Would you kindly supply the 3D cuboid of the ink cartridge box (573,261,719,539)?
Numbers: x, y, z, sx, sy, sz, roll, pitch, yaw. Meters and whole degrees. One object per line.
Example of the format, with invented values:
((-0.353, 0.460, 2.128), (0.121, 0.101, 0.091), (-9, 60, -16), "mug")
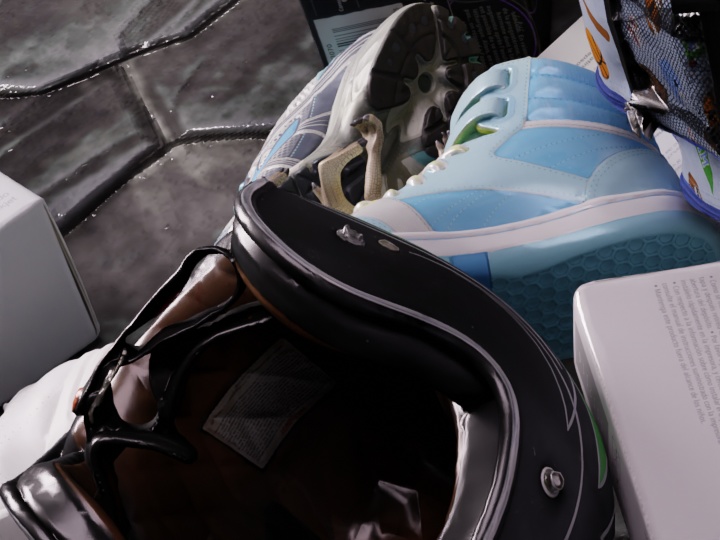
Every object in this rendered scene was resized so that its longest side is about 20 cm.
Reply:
((0.177, 0.072, 0.932), (0.175, 0.045, 0.201), (-10, 45, -4), "ink cartridge box")

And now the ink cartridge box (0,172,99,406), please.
((-0.237, 0.003, 1.255), (0.145, 0.083, 0.200), (-36, 40, -22), "ink cartridge box")

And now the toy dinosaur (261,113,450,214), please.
((0.000, 0.000, 1.142), (0.200, 0.102, 0.058), (-36, 13, -31), "toy dinosaur")

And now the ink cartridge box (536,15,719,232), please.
((0.173, -0.081, 1.172), (0.196, 0.043, 0.200), (-41, 40, 1), "ink cartridge box")

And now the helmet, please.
((-0.006, 0.082, 0.958), (0.190, 0.200, 0.200), (40, 54, 1), "helmet")

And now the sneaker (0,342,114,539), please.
((-0.144, 0.111, 1.098), (0.088, 0.076, 0.200), (-14, 28, 28), "sneaker")

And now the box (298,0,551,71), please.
((0.031, -0.182, 1.343), (0.105, 0.123, 0.201), (-9, 36, 13), "box")

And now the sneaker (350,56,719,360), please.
((0.033, -0.022, 1.104), (0.199, 0.080, 0.131), (-7, 43, -8), "sneaker")

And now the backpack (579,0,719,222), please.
((0.170, -0.104, 1.025), (0.199, 0.155, 0.191), (-15, 26, -15), "backpack")

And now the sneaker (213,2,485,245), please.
((-0.018, -0.027, 1.223), (0.086, 0.078, 0.200), (-17, 32, 53), "sneaker")
